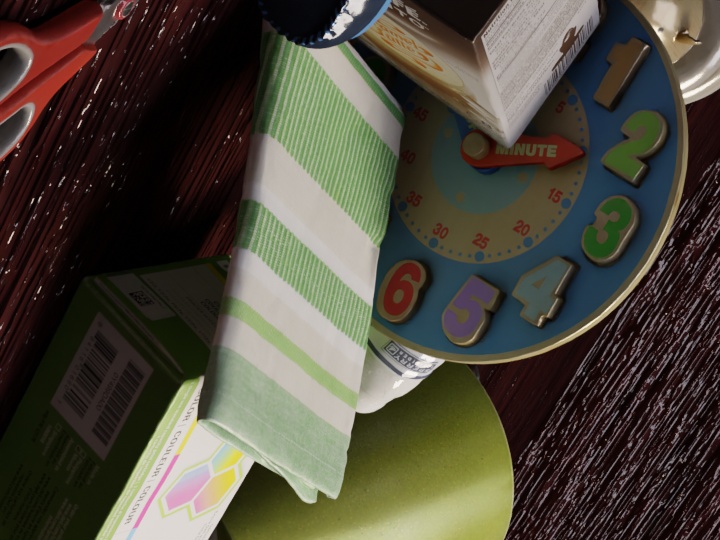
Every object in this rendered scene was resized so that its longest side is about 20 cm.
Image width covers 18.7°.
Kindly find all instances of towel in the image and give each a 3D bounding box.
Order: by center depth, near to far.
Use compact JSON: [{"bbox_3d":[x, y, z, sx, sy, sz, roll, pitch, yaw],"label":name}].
[{"bbox_3d":[-0.026,-0.010,0.969,0.153,0.023,0.201,46,50,-62],"label":"towel"}]

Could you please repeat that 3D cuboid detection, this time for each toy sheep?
[{"bbox_3d":[0.152,-0.150,1.132,0.138,0.138,0.200,-58,172,19],"label":"toy sheep"}]

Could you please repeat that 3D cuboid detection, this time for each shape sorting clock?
[{"bbox_3d":[0.060,-0.055,1.048,0.200,0.200,0.039,-55,151,4],"label":"shape sorting clock"}]

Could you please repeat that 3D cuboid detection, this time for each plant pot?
[{"bbox_3d":[-0.038,0.144,1.370,0.200,0.187,0.188,-20,148,-44],"label":"plant pot"}]

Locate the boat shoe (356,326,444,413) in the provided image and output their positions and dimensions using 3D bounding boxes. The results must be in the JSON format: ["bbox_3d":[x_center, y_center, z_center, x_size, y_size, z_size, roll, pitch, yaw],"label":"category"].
[{"bbox_3d":[0.004,0.003,1.189,0.086,0.074,0.202,-45,-149,30],"label":"boat shoe"}]

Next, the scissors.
[{"bbox_3d":[-0.098,-0.087,0.792,0.200,0.014,0.073,-44,162,-48],"label":"scissors"}]

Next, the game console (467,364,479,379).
[{"bbox_3d":[0.053,0.054,1.559,0.172,0.119,0.200,-44,166,-41],"label":"game console"}]

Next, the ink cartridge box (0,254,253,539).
[{"bbox_3d":[-0.073,0.068,1.067,0.200,0.076,0.148,-11,138,-52],"label":"ink cartridge box"}]

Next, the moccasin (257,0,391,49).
[{"bbox_3d":[-0.012,-0.169,0.776,0.068,0.080,0.201,-33,143,-49],"label":"moccasin"}]

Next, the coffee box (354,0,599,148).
[{"bbox_3d":[0.034,-0.134,0.935,0.080,0.114,0.200,-54,168,-3],"label":"coffee box"}]
